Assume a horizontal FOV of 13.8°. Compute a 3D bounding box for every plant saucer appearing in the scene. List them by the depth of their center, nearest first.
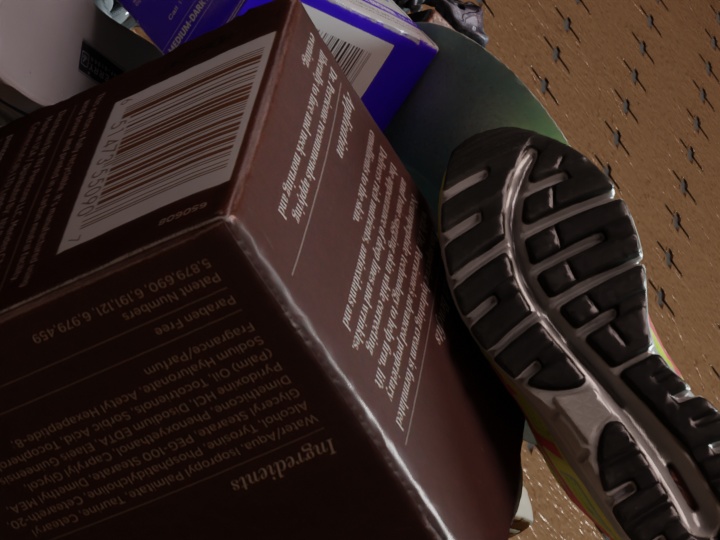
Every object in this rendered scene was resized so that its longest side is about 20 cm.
[{"bbox_3d":[0.042,-0.006,1.272,0.201,0.039,0.202,44,-31,36],"label":"plant saucer"}]

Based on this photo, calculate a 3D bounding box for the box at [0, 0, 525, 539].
[{"bbox_3d":[-0.055,0.039,1.143,0.200,0.164,0.166,57,24,-25],"label":"box"}]

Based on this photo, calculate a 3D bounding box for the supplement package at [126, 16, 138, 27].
[{"bbox_3d":[-0.104,-0.240,1.520,0.122,0.119,0.201,-64,146,-47],"label":"supplement package"}]

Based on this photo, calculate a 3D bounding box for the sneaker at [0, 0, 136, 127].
[{"bbox_3d":[-0.185,-0.133,1.324,0.200,0.115,0.075,34,30,-47],"label":"sneaker"}]

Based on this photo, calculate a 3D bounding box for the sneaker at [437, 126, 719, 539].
[{"bbox_3d":[0.086,0.039,1.172,0.201,0.078,0.090,64,-9,10],"label":"sneaker"}]

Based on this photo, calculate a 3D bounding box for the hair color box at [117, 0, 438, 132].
[{"bbox_3d":[-0.065,-0.138,1.266,0.109,0.065,0.200,21,19,-45],"label":"hair color box"}]

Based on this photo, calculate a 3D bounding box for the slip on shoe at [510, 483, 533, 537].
[{"bbox_3d":[0.035,0.103,1.535,0.200,0.076,0.061,20,51,-64],"label":"slip on shoe"}]

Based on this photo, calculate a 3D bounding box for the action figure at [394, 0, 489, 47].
[{"bbox_3d":[0.008,-0.061,1.663,0.118,0.201,0.102,12,4,-30],"label":"action figure"}]

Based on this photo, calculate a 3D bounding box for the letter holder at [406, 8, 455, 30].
[{"bbox_3d":[0.000,0.000,1.420,0.142,0.100,0.200,46,63,-23],"label":"letter holder"}]

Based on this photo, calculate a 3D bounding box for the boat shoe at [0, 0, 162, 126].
[{"bbox_3d":[-0.144,-0.095,1.224,0.200,0.065,0.072,34,60,-59],"label":"boat shoe"}]
